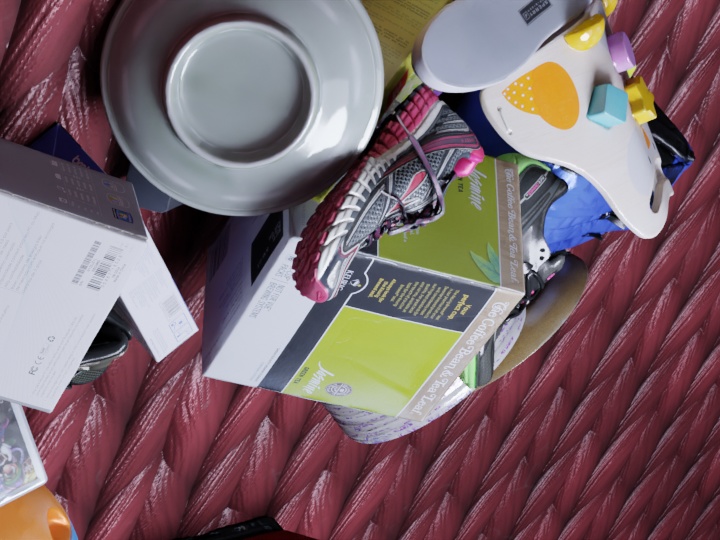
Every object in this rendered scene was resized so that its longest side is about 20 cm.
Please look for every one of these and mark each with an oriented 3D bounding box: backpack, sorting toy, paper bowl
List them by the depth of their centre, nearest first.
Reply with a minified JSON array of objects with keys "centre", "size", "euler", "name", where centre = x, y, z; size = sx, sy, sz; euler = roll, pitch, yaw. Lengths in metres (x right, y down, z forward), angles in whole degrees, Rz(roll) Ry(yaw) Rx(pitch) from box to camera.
[{"centre":[0.194,-0.118,1.764],"size":[0.107,0.180,0.200],"euler":[-27,-167,21],"name":"sorting toy"},{"centre":[0.166,-0.091,1.935],"size":[0.200,0.163,0.168],"euler":[-10,140,-49],"name":"backpack"},{"centre":[0.039,0.049,1.953],"size":[0.200,0.104,0.201],"euler":[-34,-162,12],"name":"paper bowl"}]

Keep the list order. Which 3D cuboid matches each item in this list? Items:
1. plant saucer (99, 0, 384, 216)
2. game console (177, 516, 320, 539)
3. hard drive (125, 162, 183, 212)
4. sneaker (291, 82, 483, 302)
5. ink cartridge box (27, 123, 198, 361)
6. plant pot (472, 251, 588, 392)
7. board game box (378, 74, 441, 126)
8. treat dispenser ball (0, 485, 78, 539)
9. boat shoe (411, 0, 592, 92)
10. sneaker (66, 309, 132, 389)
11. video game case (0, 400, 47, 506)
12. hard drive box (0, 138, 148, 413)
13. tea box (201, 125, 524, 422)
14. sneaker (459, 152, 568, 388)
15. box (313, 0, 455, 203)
[{"centre":[-0.083,-0.128,1.531],"size":[0.200,0.200,0.050],"euler":[-52,-168,14],"name":"plant saucer"},{"centre":[-0.131,0.314,2.127],"size":[0.200,0.119,0.173],"euler":[-7,134,-49],"name":"game console"},{"centre":[-0.099,-0.136,1.634],"size":[0.135,0.042,0.200],"euler":[-26,148,-46],"name":"hard drive"},{"centre":[0.021,-0.051,1.588],"size":[0.200,0.075,0.081],"euler":[-53,-174,-31],"name":"sneaker"},{"centre":[-0.185,-0.017,1.635],"size":[0.044,0.094,0.200],"euler":[-39,152,-11],"name":"ink cartridge box"},{"centre":[0.118,0.043,2.022],"size":[0.200,0.200,0.028],"euler":[-41,109,-8],"name":"plant pot"},{"centre":[0.064,-0.192,1.804],"size":[0.200,0.032,0.120],"euler":[-40,149,-9],"name":"board game box"},{"centre":[-0.312,0.238,1.691],"size":[0.201,0.201,0.201],"euler":[-33,150,-22],"name":"treat dispenser ball"},{"centre":[0.097,-0.185,1.675],"size":[0.200,0.070,0.066],"euler":[-40,-168,-38],"name":"boat shoe"},{"centre":[-0.219,0.057,1.670],"size":[0.076,0.114,0.200],"euler":[-36,153,-12],"name":"sneaker"},{"centre":[-0.337,0.110,1.564],"size":[0.200,0.023,0.182],"euler":[-27,107,-31],"name":"video game case"},{"centre":[-0.266,-0.009,1.462],"size":[0.199,0.077,0.156],"euler":[19,117,-28],"name":"hard drive box"},{"centre":[0.000,0.000,1.736],"size":[0.196,0.134,0.200],"euler":[15,141,-18],"name":"tea box"},{"centre":[0.123,0.006,1.820],"size":[0.083,0.077,0.201],"euler":[13,102,-11],"name":"sneaker"},{"centre":[-0.006,-0.149,1.647],"size":[0.200,0.075,0.050],"euler":[-56,168,-26],"name":"box"}]
